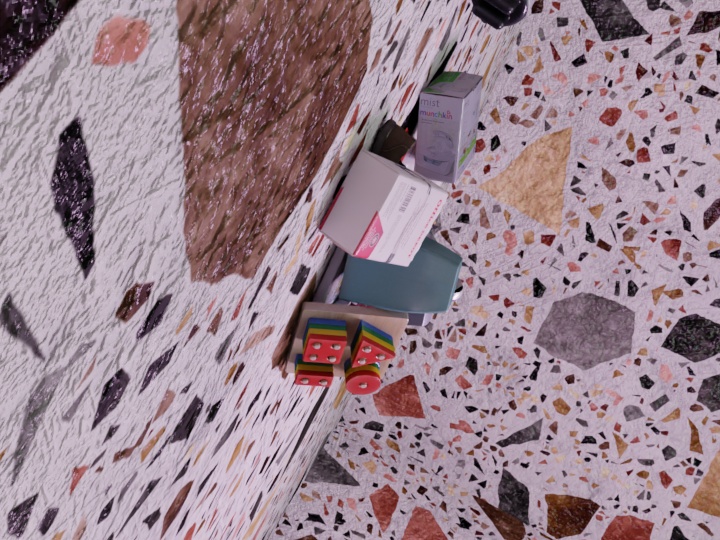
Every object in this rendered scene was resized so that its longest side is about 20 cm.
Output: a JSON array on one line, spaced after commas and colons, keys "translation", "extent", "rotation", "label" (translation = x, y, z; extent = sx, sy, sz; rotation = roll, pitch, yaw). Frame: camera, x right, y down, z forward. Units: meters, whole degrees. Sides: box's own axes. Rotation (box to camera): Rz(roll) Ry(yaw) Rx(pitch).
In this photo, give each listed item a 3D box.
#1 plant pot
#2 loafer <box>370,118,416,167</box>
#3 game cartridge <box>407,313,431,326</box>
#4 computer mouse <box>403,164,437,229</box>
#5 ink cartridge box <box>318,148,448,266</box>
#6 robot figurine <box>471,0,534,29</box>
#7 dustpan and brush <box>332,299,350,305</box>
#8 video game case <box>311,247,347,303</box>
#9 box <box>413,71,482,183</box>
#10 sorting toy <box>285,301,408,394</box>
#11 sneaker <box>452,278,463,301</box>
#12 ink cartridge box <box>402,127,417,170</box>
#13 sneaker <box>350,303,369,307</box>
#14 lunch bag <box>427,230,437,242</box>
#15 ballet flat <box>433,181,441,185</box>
[{"translation": [0.082, -0.002, 1.509], "extent": [0.141, 0.197, 0.144], "rotation": [-40, 144, -75], "label": "plant pot"}, {"translation": [0.041, -0.160, 1.408], "extent": [0.073, 0.070, 0.201], "rotation": [-56, 171, -44], "label": "loafer"}, {"translation": [0.082, 0.008, 1.616], "extent": [0.040, 0.132, 0.204], "rotation": [-17, 105, -48], "label": "game cartridge"}, {"translation": [0.087, -0.134, 1.561], "extent": [0.046, 0.140, 0.200], "rotation": [-44, 162, -10], "label": "computer mouse"}, {"translation": [0.042, -0.095, 1.314], "extent": [0.146, 0.084, 0.199], "rotation": [-60, 154, 11], "label": "ink cartridge box"}, {"translation": [0.284, -0.554, 1.572], "extent": [0.125, 0.149, 0.201], "rotation": [56, 51, -33], "label": "robot figurine"}, {"translation": [-0.076, 0.132, 1.666], "extent": [0.199, 0.057, 0.141], "rotation": [-19, 144, -58], "label": "dustpan and brush"}, {"translation": [-0.033, -0.022, 1.596], "extent": [0.202, 0.022, 0.182], "rotation": [-65, 174, 9], "label": "video game case"}, {"translation": [0.185, -0.300, 1.692], "extent": [0.200, 0.095, 0.179], "rotation": [-53, 149, -58], "label": "box"}, {"translation": [-0.027, 0.155, 1.517], "extent": [0.201, 0.195, 0.070], "rotation": [110, -19, -46], "label": "sorting toy"}, {"translation": [0.123, 0.060, 1.690], "extent": [0.080, 0.198, 0.149], "rotation": [-27, 131, -41], "label": "sneaker"}, {"translation": [0.084, -0.200, 1.710], "extent": [0.163, 0.050, 0.200], "rotation": [-64, 176, 1], "label": "ink cartridge box"}, {"translation": [-0.002, 0.092, 1.787], "extent": [0.199, 0.074, 0.081], "rotation": [-29, -151, 59], "label": "sneaker"}, {"translation": [0.084, -0.026, 1.833], "extent": [0.200, 0.077, 0.161], "rotation": [-45, -155, 15], "label": "lunch bag"}, {"translation": [0.127, -0.191, 1.861], "extent": [0.070, 0.069, 0.200], "rotation": [-61, -167, -16], "label": "ballet flat"}]
